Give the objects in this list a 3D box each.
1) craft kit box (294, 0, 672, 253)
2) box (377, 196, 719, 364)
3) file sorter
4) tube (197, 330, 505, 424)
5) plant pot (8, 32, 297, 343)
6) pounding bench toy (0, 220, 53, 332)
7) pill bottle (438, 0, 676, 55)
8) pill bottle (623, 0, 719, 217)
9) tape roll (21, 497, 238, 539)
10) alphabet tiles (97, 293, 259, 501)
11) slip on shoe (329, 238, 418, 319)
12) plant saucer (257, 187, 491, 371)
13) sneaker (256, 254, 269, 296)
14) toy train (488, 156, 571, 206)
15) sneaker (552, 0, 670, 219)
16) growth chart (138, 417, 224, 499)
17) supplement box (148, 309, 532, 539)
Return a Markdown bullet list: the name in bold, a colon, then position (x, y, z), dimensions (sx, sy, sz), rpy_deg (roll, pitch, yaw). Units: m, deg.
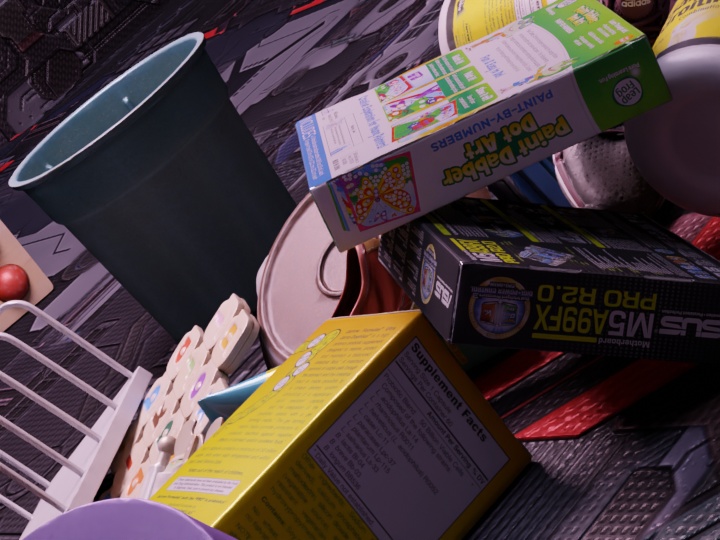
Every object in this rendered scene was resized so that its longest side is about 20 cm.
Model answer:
- **craft kit box**: position (0.062, -0.091, 1.186), dimensions (0.197, 0.049, 0.200), rpy_deg (-27, 15, 4)
- **box**: position (0.105, 0.001, 1.122), dimensions (0.160, 0.044, 0.200), rpy_deg (4, 12, -12)
- **file sorter**: position (-0.256, 0.136, 1.481), dimensions (0.139, 0.124, 0.200), rpy_deg (-52, 9, 26)
- **tube**: position (0.002, 0.067, 1.293), dimensions (0.200, 0.078, 0.050), rpy_deg (-29, 9, 15)
- **plant pot**: position (-0.151, -0.057, 1.716), dimensions (0.200, 0.196, 0.200), rpy_deg (-34, 16, 11)
- **pounding bench toy**: position (-0.456, 0.031, 2.247), dimensions (0.200, 0.124, 0.156), rpy_deg (-41, 17, -12)
- **pill bottle**: position (0.160, -0.198, 1.596), dimensions (0.200, 0.113, 0.112), rpy_deg (-14, 28, 53)
- **pill bottle**: position (0.234, -0.127, 1.248), dimensions (0.112, 0.112, 0.200), rpy_deg (-25, 20, 36)
- **tape roll**: position (-0.101, 0.209, 0.923), dimensions (0.200, 0.085, 0.201), rpy_deg (-19, 56, 31)
- **alphabet tiles**: position (-0.130, 0.111, 1.427), dimensions (0.200, 0.015, 0.196), rpy_deg (-58, 16, 4)
- **slip on shoe**: position (-0.014, 0.073, 1.226), dimensions (0.074, 0.061, 0.201), rpy_deg (-174, 106, -77)
- **plant saucer**: position (0.000, 0.000, 1.376), dimensions (0.200, 0.034, 0.201), rpy_deg (-25, 49, 33)
- **sneaker**: position (-0.030, 0.020, 1.470), dimensions (0.085, 0.073, 0.200), rpy_deg (-44, 18, -29)
- **toy train**: position (0.120, -0.094, 1.454), dimensions (0.114, 0.087, 0.200), rpy_deg (-47, 18, -11)
- **sneaker**: position (0.162, -0.132, 1.306), dimensions (0.075, 0.116, 0.201), rpy_deg (3, 55, 0)
- **growth chart**: position (-0.098, 0.156, 1.245), dimensions (0.200, 0.018, 0.145), rpy_deg (-5, 61, 61)
- **supplement box**: position (-0.026, 0.127, 1.109), dimensions (0.200, 0.109, 0.109), rpy_deg (-45, 18, -24)
